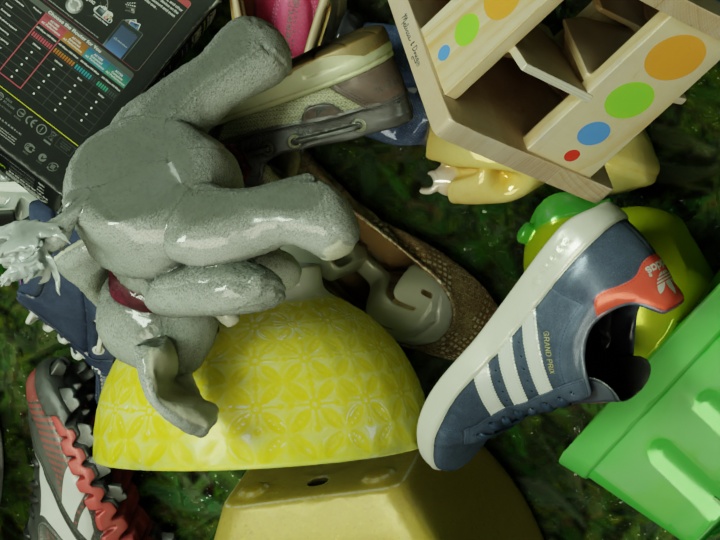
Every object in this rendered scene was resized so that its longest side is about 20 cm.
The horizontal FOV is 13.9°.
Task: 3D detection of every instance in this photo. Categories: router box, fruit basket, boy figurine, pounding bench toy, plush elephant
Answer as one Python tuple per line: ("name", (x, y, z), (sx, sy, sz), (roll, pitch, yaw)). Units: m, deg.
("router box", (-0.203, -0.152, 1.687), (0.200, 0.062, 0.150), (38, 78, -1))
("fruit basket", (0.187, 0.030, 1.694), (0.215, 0.155, 0.216), (8, 104, 32))
("boy figurine", (0.078, -0.096, 1.695), (0.200, 0.064, 0.124), (15, 102, 4))
("pounding bench toy", (0.109, -0.172, 1.574), (0.124, 0.200, 0.156), (21, 128, -38))
("plush elephant", (-0.094, -0.006, 1.593), (0.200, 0.165, 0.155), (-26, 144, -6))

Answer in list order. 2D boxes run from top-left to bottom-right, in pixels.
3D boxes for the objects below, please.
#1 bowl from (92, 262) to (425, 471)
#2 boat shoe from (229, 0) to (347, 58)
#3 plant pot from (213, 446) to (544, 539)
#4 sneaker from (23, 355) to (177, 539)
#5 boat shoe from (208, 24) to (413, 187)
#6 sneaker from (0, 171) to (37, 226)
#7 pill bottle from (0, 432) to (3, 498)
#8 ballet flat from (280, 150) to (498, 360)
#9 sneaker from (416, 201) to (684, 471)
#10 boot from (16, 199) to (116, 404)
("bowl", (-0.060, 0.051, 1.712), (0.200, 0.200, 0.108), (-3, 93, 17))
("boat shoe", (-0.040, -0.192, 1.673), (0.074, 0.069, 0.200), (4, 119, 13))
("plant pot", (0.009, 0.199, 1.807), (0.195, 0.194, 0.200), (-7, 110, 19))
("sneaker", (-0.184, 0.149, 1.895), (0.098, 0.071, 0.201), (-11, 115, 18))
("boat shoe", (-0.059, -0.073, 1.664), (0.200, 0.073, 0.065), (-24, 94, 34))
("sneaker", (-0.192, -0.057, 1.789), (0.200, 0.089, 0.074), (0, 147, -11))
("pill bottle", (-0.340, 0.129, 1.905), (0.200, 0.112, 0.112), (6, 119, 12))
("ballet flat", (0.000, 0.000, 1.768), (0.200, 0.065, 0.071), (35, 118, -6))
("sneaker", (0.105, 0.058, 1.624), (0.085, 0.075, 0.200), (44, 128, 14))
("boot", (-0.166, 0.021, 1.787), (0.090, 0.073, 0.200), (3, 141, -10))
